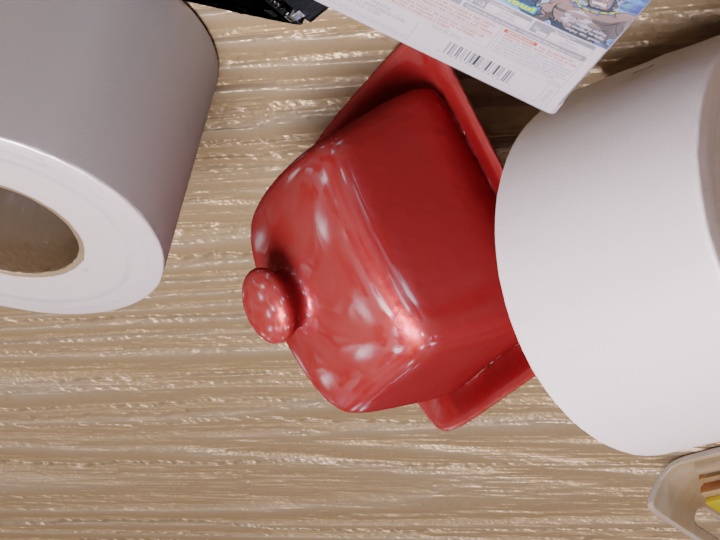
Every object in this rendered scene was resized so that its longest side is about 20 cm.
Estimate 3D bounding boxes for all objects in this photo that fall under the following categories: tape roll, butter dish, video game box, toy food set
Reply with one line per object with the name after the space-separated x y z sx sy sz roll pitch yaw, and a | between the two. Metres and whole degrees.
0.188 -0.014 1.132 0.202 0.203 0.139 33 146 -32 | tape roll
0.000 0.000 1.228 0.147 0.200 0.200 -22 169 -30 | butter dish
0.036 -0.162 0.974 0.199 0.047 0.182 25 158 -7 | video game box
-0.194 -0.082 1.251 0.202 0.140 0.203 10 151 5 | tape roll
0.329 0.179 1.578 0.143 0.061 0.200 32 145 -32 | toy food set

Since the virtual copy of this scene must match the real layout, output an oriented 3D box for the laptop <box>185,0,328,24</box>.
-0.076 -0.216 1.098 0.177 0.104 0.200 39 168 -37 | laptop
